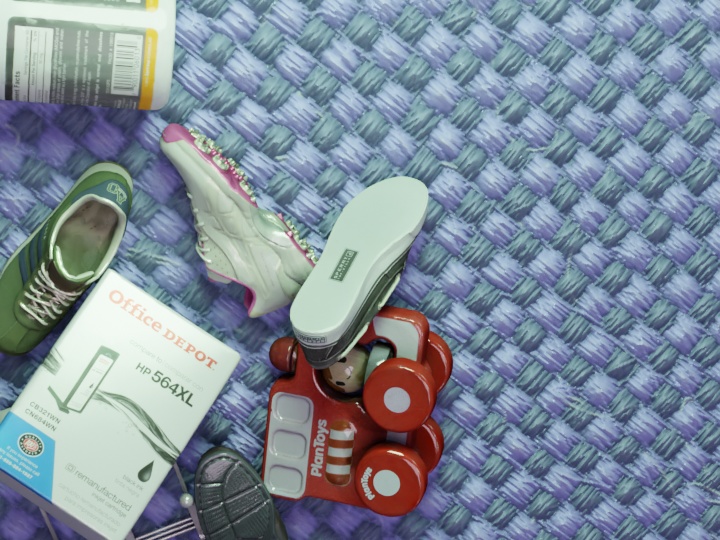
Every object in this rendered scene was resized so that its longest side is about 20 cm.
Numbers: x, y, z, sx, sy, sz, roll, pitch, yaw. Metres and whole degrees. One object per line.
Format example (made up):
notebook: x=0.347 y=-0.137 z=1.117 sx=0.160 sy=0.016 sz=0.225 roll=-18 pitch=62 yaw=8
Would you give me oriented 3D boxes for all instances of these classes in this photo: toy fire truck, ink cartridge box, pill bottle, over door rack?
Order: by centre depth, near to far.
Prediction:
pill bottle: x=-0.257 y=-0.198 z=1.503 sx=0.198 sy=0.116 sz=0.117 roll=4 pitch=106 yaw=-10
ink cartridge box: x=-0.219 y=0.122 z=1.566 sx=0.145 sy=0.084 sz=0.201 roll=33 pitch=72 yaw=-4
over door rack: x=-0.234 y=0.202 z=1.651 sx=0.147 sy=0.067 sz=0.201 roll=-20 pitch=109 yaw=-4
toy fire truck: x=-0.008 y=0.127 z=1.653 sx=0.167 sy=0.112 sz=0.202 roll=9 pitch=108 yaw=10

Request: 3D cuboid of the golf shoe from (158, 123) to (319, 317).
golf shoe: x=-0.121 y=-0.040 z=1.596 sx=0.091 sy=0.075 sz=0.200 roll=-40 pitch=107 yaw=7

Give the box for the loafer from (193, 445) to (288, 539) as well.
loafer: x=-0.104 y=0.245 z=1.681 sx=0.071 sy=0.063 sz=0.201 roll=-25 pitch=112 yaw=0

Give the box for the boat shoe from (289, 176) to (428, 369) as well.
boat shoe: x=0.000 y=0.000 z=1.604 sx=0.200 sy=0.070 sz=0.064 roll=-54 pitch=151 yaw=-29

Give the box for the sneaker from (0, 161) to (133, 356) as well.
sneaker: x=-0.266 y=-0.002 z=1.572 sx=0.067 sy=0.090 sz=0.201 roll=33 pitch=99 yaw=-18
